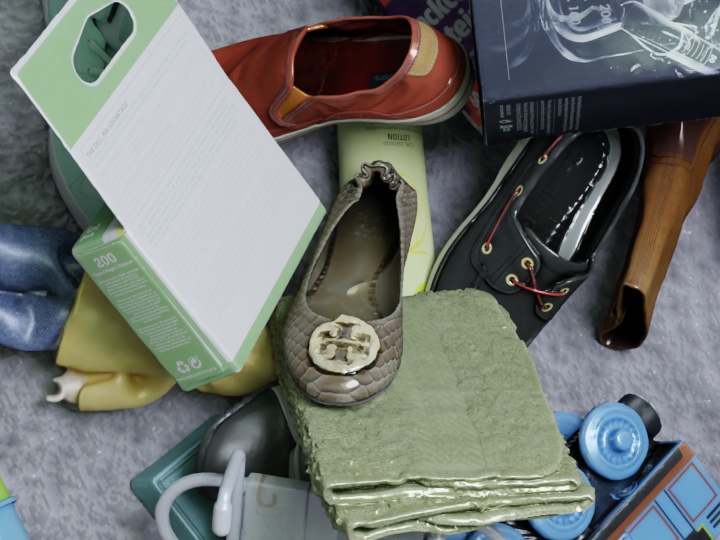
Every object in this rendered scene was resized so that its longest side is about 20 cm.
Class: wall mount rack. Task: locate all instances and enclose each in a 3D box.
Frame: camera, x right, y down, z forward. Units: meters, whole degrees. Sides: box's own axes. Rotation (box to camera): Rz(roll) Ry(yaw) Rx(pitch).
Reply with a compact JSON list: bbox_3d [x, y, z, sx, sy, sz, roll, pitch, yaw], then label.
[{"bbox_3d":[-0.021,0.186,1.072,0.199,0.175,0.075,8,29,4],"label":"wall mount rack"}]

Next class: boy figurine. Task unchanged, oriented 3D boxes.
[{"bbox_3d":[-0.133,0.020,1.115,0.199,0.064,0.125,14,90,-18],"label":"boy figurine"}]

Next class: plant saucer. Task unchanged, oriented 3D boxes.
[{"bbox_3d":[-0.043,0.177,1.129,0.070,0.019,0.200,-38,88,-27],"label":"plant saucer"}]

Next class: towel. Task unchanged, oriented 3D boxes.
[{"bbox_3d":[0.030,0.073,1.066,0.148,0.037,0.200,-1,33,-14],"label":"towel"}]

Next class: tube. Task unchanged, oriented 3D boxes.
[{"bbox_3d":[0.016,-0.036,1.205,0.058,0.052,0.201,-5,80,12],"label":"tube"}]

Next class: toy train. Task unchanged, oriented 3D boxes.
[{"bbox_3d":[0.122,0.162,1.160,0.200,0.087,0.114,-43,99,-24],"label":"toy train"}]

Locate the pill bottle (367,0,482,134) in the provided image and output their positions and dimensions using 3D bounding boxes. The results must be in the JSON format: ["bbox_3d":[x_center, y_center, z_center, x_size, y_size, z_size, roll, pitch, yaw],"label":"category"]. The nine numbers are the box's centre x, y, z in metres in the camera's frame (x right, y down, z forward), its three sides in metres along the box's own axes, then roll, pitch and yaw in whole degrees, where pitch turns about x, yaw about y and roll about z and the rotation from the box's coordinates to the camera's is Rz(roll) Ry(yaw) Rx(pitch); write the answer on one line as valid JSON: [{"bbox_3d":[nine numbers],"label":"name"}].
[{"bbox_3d":[0.060,-0.187,1.234,0.111,0.111,0.200,-41,90,-26],"label":"pill bottle"}]

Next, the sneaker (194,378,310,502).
[{"bbox_3d":[0.009,0.100,1.106,0.199,0.088,0.075,-9,109,-21],"label":"sneaker"}]

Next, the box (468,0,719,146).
[{"bbox_3d":[0.147,-0.187,1.116,0.181,0.104,0.201,-7,79,3],"label":"box"}]

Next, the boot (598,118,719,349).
[{"bbox_3d":[0.186,-0.073,1.211,0.068,0.188,0.201,22,64,6],"label":"boot"}]

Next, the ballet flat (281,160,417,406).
[{"bbox_3d":[0.000,0.000,1.091,0.067,0.047,0.200,12,37,4],"label":"ballet flat"}]

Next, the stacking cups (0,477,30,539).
[{"bbox_3d":[-0.202,0.152,1.062,0.060,0.060,0.201,-25,88,-26],"label":"stacking cups"}]

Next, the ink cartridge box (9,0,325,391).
[{"bbox_3d":[-0.108,-0.058,1.055,0.200,0.048,0.146,53,39,-22],"label":"ink cartridge box"}]

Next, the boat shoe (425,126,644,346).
[{"bbox_3d":[0.099,-0.010,1.180,0.073,0.063,0.202,30,90,-25],"label":"boat shoe"}]

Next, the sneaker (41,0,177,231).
[{"bbox_3d":[-0.135,-0.109,1.131,0.073,0.118,0.201,-9,78,-24],"label":"sneaker"}]

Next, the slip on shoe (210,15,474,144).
[{"bbox_3d":[-0.033,-0.115,1.147,0.061,0.199,0.074,39,56,-52],"label":"slip on shoe"}]
